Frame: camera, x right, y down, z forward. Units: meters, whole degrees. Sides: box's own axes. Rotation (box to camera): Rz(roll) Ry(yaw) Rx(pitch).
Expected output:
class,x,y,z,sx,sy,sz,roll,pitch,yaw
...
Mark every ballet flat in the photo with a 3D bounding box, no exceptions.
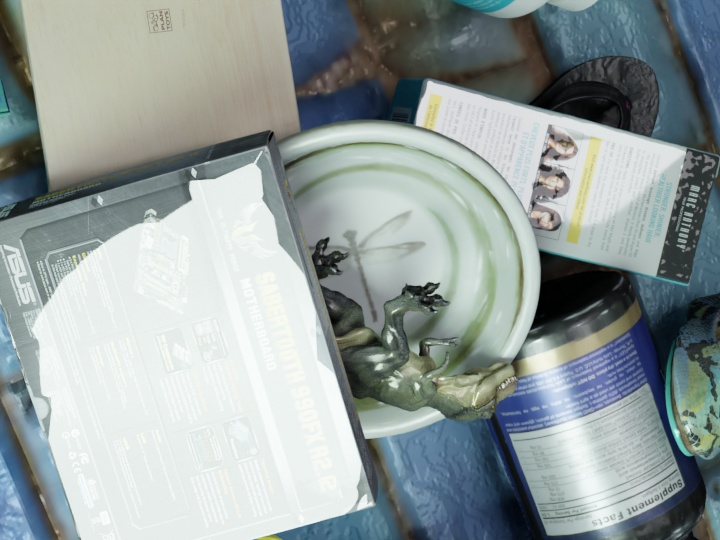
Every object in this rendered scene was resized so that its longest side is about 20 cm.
class,x,y,z,sx,sy,sz,roll,pitch,yaw
ballet flat,0.228,0.054,1.119,0.075,0.074,0.200,64,19,-12

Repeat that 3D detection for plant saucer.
class,x,y,z,sx,sy,sz,roll,pitch,yaw
plant saucer,0.000,0.000,1.022,0.199,0.050,0.201,-2,119,-3

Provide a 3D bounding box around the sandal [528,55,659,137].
class,x,y,z,sx,sy,sz,roll,pitch,yaw
sandal,0.121,-0.076,1.136,0.200,0.048,0.076,-28,101,-28

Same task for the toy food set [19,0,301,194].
class,x,y,z,sx,sy,sz,roll,pitch,yaw
toy food set,-0.118,-0.132,0.999,0.143,0.060,0.201,-10,91,-19

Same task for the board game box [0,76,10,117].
class,x,y,z,sx,sy,sz,roll,pitch,yaw
board game box,-0.253,-0.159,0.878,0.152,0.045,0.201,-23,100,-63

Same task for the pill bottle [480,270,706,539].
class,x,y,z,sx,sy,sz,roll,pitch,yaw
pill bottle,0.143,0.111,1.102,0.111,0.112,0.201,-27,101,-29

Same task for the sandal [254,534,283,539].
class,x,y,z,sx,sy,sz,roll,pitch,yaw
sandal,-0.052,0.245,1.000,0.087,0.079,0.201,-8,90,-28

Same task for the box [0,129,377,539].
class,x,y,z,sx,sy,sz,roll,pitch,yaw
box,-0.092,0.045,0.947,0.157,0.048,0.201,-16,102,4

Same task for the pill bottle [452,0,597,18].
class,x,y,z,sx,sy,sz,roll,pitch,yaw
pill bottle,0.059,-0.216,1.070,0.199,0.111,0.112,17,79,-29

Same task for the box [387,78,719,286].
class,x,y,z,sx,sy,sz,roll,pitch,yaw
box,0.111,-0.053,1.088,0.199,0.049,0.083,13,92,-20

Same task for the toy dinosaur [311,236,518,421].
class,x,y,z,sx,sy,sz,roll,pitch,yaw
toy dinosaur,-0.002,0.035,0.990,0.199,0.048,0.089,12,125,-8
